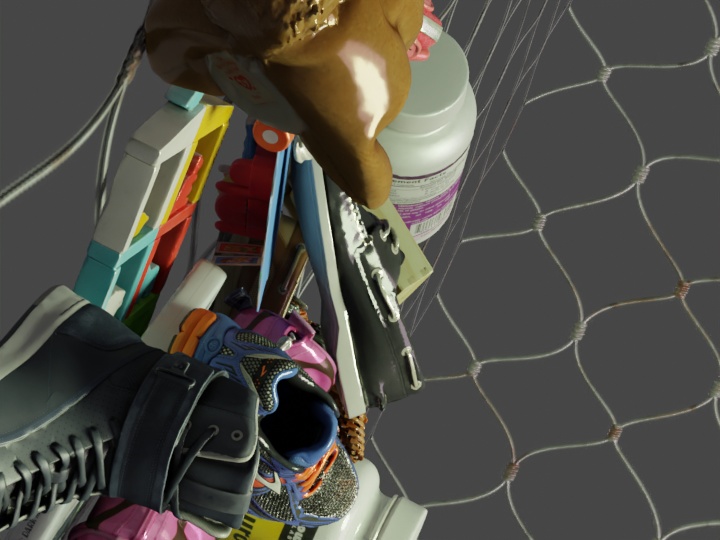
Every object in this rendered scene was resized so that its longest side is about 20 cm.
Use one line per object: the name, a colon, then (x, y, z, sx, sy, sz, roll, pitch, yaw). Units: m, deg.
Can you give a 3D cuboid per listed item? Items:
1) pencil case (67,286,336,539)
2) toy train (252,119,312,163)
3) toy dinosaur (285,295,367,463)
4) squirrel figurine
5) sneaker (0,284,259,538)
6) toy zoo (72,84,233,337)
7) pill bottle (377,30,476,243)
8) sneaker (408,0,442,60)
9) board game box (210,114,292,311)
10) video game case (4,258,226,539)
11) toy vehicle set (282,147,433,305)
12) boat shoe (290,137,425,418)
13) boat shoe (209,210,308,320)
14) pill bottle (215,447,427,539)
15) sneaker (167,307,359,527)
pencil case: (-0.097, 0.113, 1.257, 0.201, 0.091, 0.094, -56, -171, -28)
toy train: (-0.012, -0.160, 1.137, 0.150, 0.055, 0.202, 0, 96, -72)
toy dinosaur: (-0.048, 0.067, 1.479, 0.199, 0.135, 0.103, 19, -79, 56)
squirrel figurine: (-0.005, -0.168, 0.979, 0.187, 0.141, 0.200, -54, 163, -18)
sneaker: (-0.130, 0.098, 0.981, 0.203, 0.145, 0.077, -55, 170, -49)
toy zoo: (-0.120, -0.022, 1.129, 0.201, 0.020, 0.131, -66, 173, 18)
pill bottle: (0.032, -0.108, 1.617, 0.113, 0.112, 0.200, -61, 172, -26)
sneaker: (0.014, -0.179, 1.333, 0.200, 0.086, 0.074, 27, 87, -83)
board game box: (-0.065, -0.072, 1.257, 0.200, 0.039, 0.159, -84, -177, -74)
video game case: (-0.157, 0.108, 1.185, 0.182, 0.023, 0.200, -58, 180, 41)
toy vehicle set: (-0.008, -0.029, 1.424, 0.026, 0.125, 0.200, -31, 176, -11)
boat shoe: (0.000, 0.000, 1.291, 0.074, 0.060, 0.202, -121, -162, -64)
boat shoe: (-0.075, 0.055, 1.368, 0.076, 0.073, 0.202, 123, -21, -86)
pill bottle: (-0.053, 0.180, 1.601, 0.111, 0.199, 0.112, 25, 90, -83)
sneaker: (-0.045, 0.099, 1.187, 0.076, 0.078, 0.200, -61, 146, -17)
